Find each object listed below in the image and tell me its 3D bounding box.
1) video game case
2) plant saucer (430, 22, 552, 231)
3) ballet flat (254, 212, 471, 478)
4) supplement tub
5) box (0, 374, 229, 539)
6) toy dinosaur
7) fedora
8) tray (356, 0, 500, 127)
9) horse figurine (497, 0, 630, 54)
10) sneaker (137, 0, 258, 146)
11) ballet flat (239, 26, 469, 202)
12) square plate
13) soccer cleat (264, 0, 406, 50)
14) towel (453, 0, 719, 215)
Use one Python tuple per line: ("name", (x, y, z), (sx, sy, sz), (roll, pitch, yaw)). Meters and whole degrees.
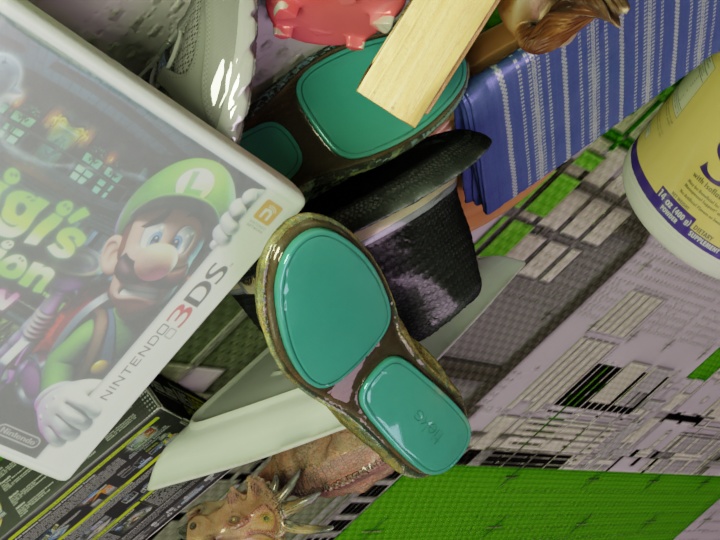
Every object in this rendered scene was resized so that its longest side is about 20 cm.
("video game case", (-0.143, -0.006, 0.752), (0.182, 0.023, 0.200), (-49, 137, 8))
("plant saucer", (0.081, -0.082, 1.102), (0.200, 0.032, 0.200), (-32, 156, -16))
("ballet flat", (-0.010, 0.035, 0.864), (0.071, 0.071, 0.200), (-38, 134, 0))
("supplement tub", (0.293, -0.104, 1.221), (0.145, 0.146, 0.200), (-12, 146, -45))
("box", (-0.184, 0.151, 1.137), (0.200, 0.044, 0.160), (-40, 156, 4))
("toy dinosaur", (-0.014, 0.123, 1.138), (0.200, 0.086, 0.136), (-39, -166, 22))
("fedora", (0.000, 0.000, 0.960), (0.200, 0.092, 0.201), (-27, -171, 5))
("tray", (0.067, -0.164, 0.816), (0.200, 0.037, 0.099), (-56, -176, 11))
("horse figurine", (0.112, -0.159, 0.857), (0.133, 0.050, 0.200), (-54, -175, 41))
("sneaker", (-0.106, -0.058, 0.826), (0.075, 0.082, 0.201), (-99, -147, -69))
("ballet flat", (-0.034, -0.070, 0.939), (0.200, 0.074, 0.074), (-28, 155, -16))
("square plate", (-0.018, 0.056, 1.073), (0.200, 0.029, 0.198), (-21, -166, 38))
("soccer cleat", (-0.004, -0.167, 0.795), (0.066, 0.077, 0.200), (7, 161, -6))
("towel", (0.140, -0.124, 1.052), (0.200, 0.024, 0.145), (-36, 154, -9))
